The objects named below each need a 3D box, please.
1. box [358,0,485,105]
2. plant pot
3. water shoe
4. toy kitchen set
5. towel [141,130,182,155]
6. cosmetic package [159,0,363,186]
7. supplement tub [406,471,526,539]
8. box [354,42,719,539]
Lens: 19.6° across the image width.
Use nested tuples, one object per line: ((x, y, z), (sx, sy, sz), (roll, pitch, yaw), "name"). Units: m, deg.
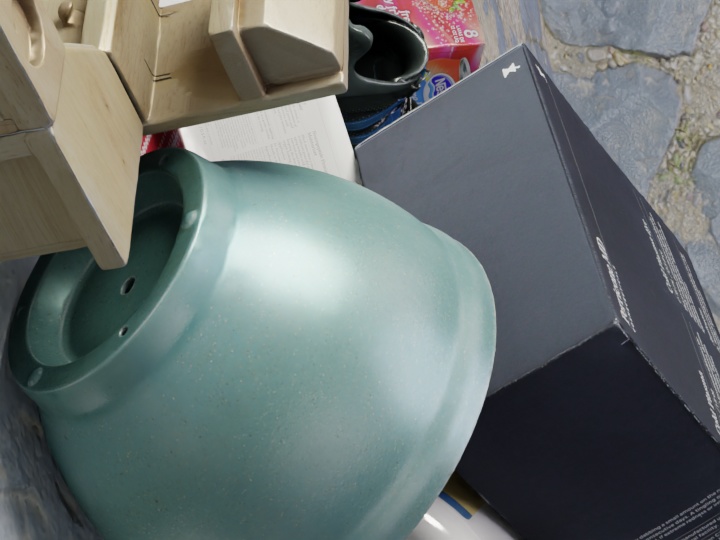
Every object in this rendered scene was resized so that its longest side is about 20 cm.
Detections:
((0.008, -0.185, 1.376), (0.100, 0.095, 0.201), (103, -23, -51), "box")
((-0.062, 0.033, 0.874), (0.134, 0.200, 0.201), (37, 36, -31), "plant pot")
((0.009, -0.106, 1.215), (0.200, 0.078, 0.072), (27, 52, -63), "water shoe")
((-0.106, -0.130, 0.795), (0.181, 0.162, 0.201), (67, 17, -46), "toy kitchen set")
((-0.113, -0.037, 1.021), (0.145, 0.022, 0.201), (-80, 156, -53), "towel")
((-0.051, -0.072, 1.043), (0.051, 0.082, 0.201), (104, -31, -84), "cosmetic package")
((0.020, 0.149, 0.995), (0.200, 0.144, 0.146), (-23, 103, -73), "supplement tub")
((0.099, 0.030, 0.991), (0.182, 0.104, 0.201), (47, 20, -38), "box")
